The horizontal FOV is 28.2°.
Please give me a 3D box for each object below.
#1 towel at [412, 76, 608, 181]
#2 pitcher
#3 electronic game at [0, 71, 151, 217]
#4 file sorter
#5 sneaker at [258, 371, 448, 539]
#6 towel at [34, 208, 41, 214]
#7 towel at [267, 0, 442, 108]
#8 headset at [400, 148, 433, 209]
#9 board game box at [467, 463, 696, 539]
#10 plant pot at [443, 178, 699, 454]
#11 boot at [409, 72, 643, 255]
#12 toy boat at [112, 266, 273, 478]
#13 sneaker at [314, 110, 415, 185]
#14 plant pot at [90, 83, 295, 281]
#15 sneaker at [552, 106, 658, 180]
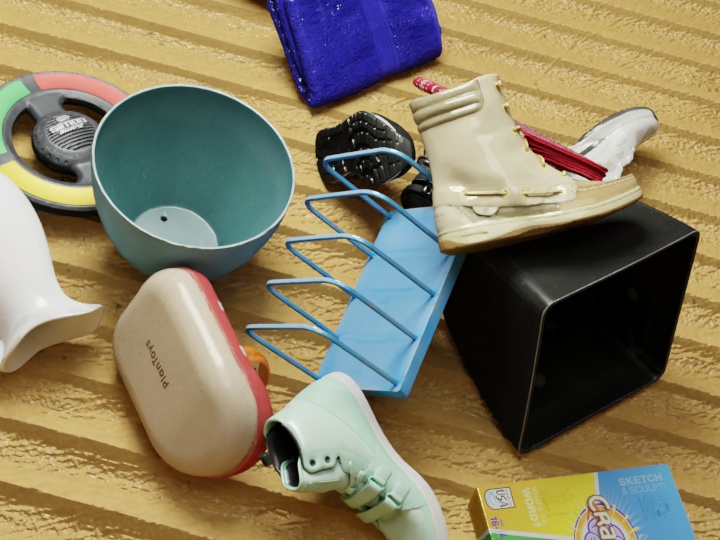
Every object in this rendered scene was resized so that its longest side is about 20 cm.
[{"bbox_3d":[0.157,-0.149,1.522,0.144,0.023,0.200,19,12,-39],"label":"towel"},{"bbox_3d":[-0.366,0.008,1.353,0.171,0.121,0.201,-34,79,-21],"label":"pitcher"},{"bbox_3d":[-0.306,-0.136,1.507,0.197,0.042,0.202,10,49,-12],"label":"electronic game"},{"bbox_3d":[0.000,0.000,1.352,0.122,0.138,0.202,36,68,-31],"label":"file sorter"},{"bbox_3d":[-0.011,0.199,1.272,0.118,0.074,0.201,-26,78,-46],"label":"sneaker"},{"bbox_3d":[-0.442,-0.107,1.480,0.151,0.024,0.201,-24,61,-27],"label":"towel"},{"bbox_3d":[0.000,-0.286,1.650,0.199,0.049,0.149,-26,100,-27],"label":"towel"},{"bbox_3d":[0.101,-0.090,1.477,0.093,0.200,0.124,32,95,19],"label":"headset"},{"bbox_3d":[0.213,0.263,1.320,0.197,0.041,0.154,-5,54,-15],"label":"board game box"},{"bbox_3d":[0.189,0.020,1.417,0.198,0.201,0.177,-23,48,-26],"label":"plant pot"},{"bbox_3d":[0.152,-0.108,1.317,0.197,0.073,0.157,-13,84,-6],"label":"boot"},{"bbox_3d":[-0.137,0.098,1.341,0.130,0.131,0.201,6,45,-46],"label":"toy boat"},{"bbox_3d":[0.026,-0.133,1.504,0.087,0.200,0.077,-9,98,-22],"label":"sneaker"},{"bbox_3d":[-0.175,-0.064,1.425,0.197,0.135,0.202,9,52,-12],"label":"plant pot"},{"bbox_3d":[0.277,-0.097,1.604,0.199,0.076,0.116,-29,72,-21],"label":"sneaker"}]
